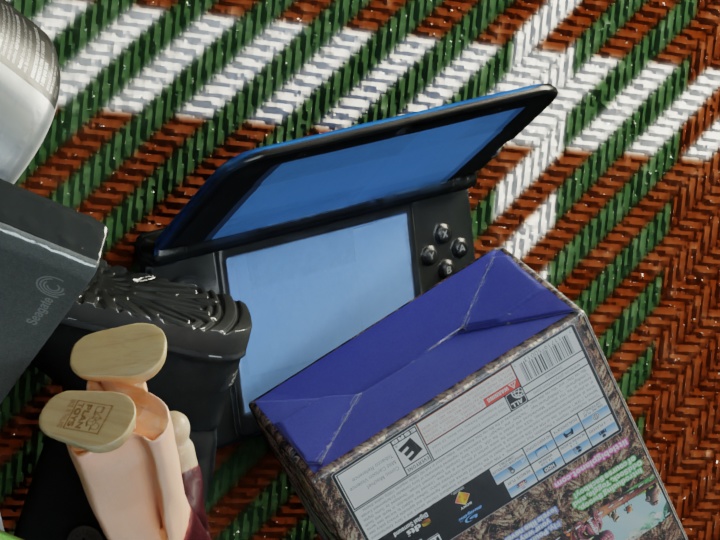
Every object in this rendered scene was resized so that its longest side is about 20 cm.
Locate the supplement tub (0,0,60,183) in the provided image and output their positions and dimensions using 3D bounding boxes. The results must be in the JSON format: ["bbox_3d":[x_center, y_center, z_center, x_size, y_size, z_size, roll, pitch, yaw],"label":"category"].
[{"bbox_3d":[-0.240,-0.107,1.149,0.200,0.122,0.123,37,78,-31],"label":"supplement tub"}]

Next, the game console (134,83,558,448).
[{"bbox_3d":[0.000,0.000,1.326,0.200,0.118,0.171,-14,106,-30],"label":"game console"}]

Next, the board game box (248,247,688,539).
[{"bbox_3d":[0.064,0.120,1.348,0.159,0.097,0.200,-31,119,-9],"label":"board game box"}]

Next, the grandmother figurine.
[{"bbox_3d":[-0.094,0.122,1.194,0.121,0.060,0.200,-59,149,-34],"label":"grandmother figurine"}]

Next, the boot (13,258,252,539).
[{"bbox_3d":[-0.152,0.093,1.273,0.165,0.066,0.200,17,112,4],"label":"boot"}]

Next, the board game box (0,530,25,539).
[{"bbox_3d":[-0.225,0.131,1.098,0.200,0.030,0.096,28,78,-32],"label":"board game box"}]

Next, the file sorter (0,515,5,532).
[{"bbox_3d":[-0.268,0.139,1.166,0.200,0.139,0.125,-21,107,-28],"label":"file sorter"}]

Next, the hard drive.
[{"bbox_3d":[-0.225,-0.015,1.138,0.200,0.140,0.033,22,53,-15],"label":"hard drive"}]
